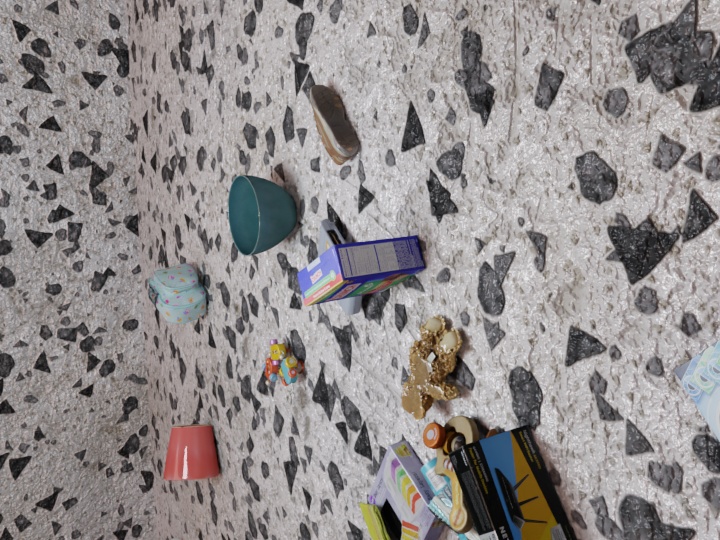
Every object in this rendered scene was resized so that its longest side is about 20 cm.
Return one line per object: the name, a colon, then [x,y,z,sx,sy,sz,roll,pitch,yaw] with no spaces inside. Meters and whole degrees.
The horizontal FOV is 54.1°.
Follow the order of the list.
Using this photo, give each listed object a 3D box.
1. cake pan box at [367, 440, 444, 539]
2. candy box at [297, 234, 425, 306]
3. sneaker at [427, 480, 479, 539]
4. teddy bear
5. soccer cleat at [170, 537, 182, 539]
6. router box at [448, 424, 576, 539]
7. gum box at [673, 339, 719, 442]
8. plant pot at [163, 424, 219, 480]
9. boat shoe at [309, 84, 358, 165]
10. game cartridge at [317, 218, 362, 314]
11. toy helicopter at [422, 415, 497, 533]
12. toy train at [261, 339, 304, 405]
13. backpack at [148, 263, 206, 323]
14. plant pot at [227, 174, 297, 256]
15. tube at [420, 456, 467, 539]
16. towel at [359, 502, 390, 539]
cake pan box: [0.096,0.492,1.475,0.185,0.052,0.202,56,140,40]
candy box: [0.000,0.000,1.388,0.169,0.198,0.078,-32,69,55]
sneaker: [0.217,0.445,1.249,0.199,0.087,0.078,29,165,31]
teddy bear: [0.140,0.185,1.344,0.144,0.066,0.203,15,102,46]
soccer cleat: [-0.764,1.225,2.965,0.201,0.077,0.070,57,140,34]
router box: [0.242,0.364,1.124,0.051,0.147,0.202,-46,58,51]
gum box: [0.482,0.157,0.798,0.202,0.044,0.171,64,144,26]
plant pot: [-0.598,0.642,2.502,0.200,0.198,0.180,-17,72,57]
boat shoe: [-0.071,-0.321,1.559,0.072,0.075,0.202,-52,52,51]
game cartridge: [-0.049,-0.003,1.591,0.134,0.041,0.201,102,148,-42]
toy helicopter: [0.183,0.355,1.244,0.132,0.078,0.203,-29,48,41]
toy train: [-0.206,0.270,1.912,0.200,0.055,0.153,35,126,54]
backpack: [-0.622,0.081,2.422,0.201,0.174,0.155,51,140,34]
plant pot: [-0.240,-0.144,1.803,0.199,0.133,0.204,16,109,56]
tube: [0.185,0.451,1.332,0.201,0.050,0.078,58,140,27]
towel: [0.030,0.555,1.552,0.200,0.018,0.087,116,136,-72]
